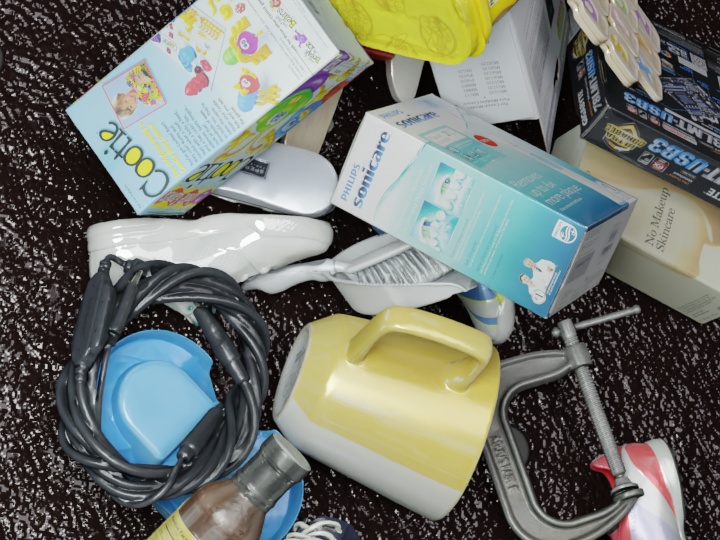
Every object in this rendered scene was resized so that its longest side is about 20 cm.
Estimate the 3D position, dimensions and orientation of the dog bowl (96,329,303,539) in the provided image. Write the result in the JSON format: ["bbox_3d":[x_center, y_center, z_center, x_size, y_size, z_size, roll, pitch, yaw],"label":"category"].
[{"bbox_3d":[-0.135,0.139,1.547,0.200,0.050,0.111,48,60,-6],"label":"dog bowl"}]

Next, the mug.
[{"bbox_3d":[0.021,0.091,1.578,0.153,0.149,0.187,20,111,-10],"label":"mug"}]

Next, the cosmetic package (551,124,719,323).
[{"bbox_3d":[0.262,-0.044,1.786,0.200,0.071,0.105,26,64,-17],"label":"cosmetic package"}]

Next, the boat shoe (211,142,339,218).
[{"bbox_3d":[-0.112,-0.088,1.620,0.200,0.065,0.074,25,82,5],"label":"boat shoe"}]

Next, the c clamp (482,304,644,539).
[{"bbox_3d":[0.184,0.136,1.685,0.170,0.027,0.200,-10,73,-8],"label":"c clamp"}]

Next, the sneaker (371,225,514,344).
[{"bbox_3d":[0.063,-0.025,1.694,0.105,0.076,0.200,-14,81,-10],"label":"sneaker"}]

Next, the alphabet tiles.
[{"bbox_3d":[0.214,-0.247,1.723,0.196,0.015,0.200,49,29,-26],"label":"alphabet tiles"}]

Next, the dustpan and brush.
[{"bbox_3d":[0.000,0.000,1.607,0.057,0.200,0.140,64,18,-16],"label":"dustpan and brush"}]

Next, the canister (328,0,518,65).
[{"bbox_3d":[0.083,-0.260,1.565,0.200,0.148,0.087,-46,136,-31],"label":"canister"}]

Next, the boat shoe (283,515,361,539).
[{"bbox_3d":[-0.047,0.223,1.502,0.075,0.200,0.093,2,64,14],"label":"boat shoe"}]

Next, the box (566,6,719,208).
[{"bbox_3d":[0.284,-0.153,1.796,0.200,0.050,0.199,23,38,-19],"label":"box"}]

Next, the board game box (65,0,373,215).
[{"bbox_3d":[-0.107,-0.142,1.518,0.200,0.103,0.105,-37,82,13],"label":"board game box"}]

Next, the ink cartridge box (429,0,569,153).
[{"bbox_3d":[0.119,-0.221,1.710,0.200,0.084,0.176,-75,153,-46],"label":"ink cartridge box"}]

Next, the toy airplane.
[{"bbox_3d":[-0.031,-0.214,1.669,0.200,0.141,0.199,-42,126,-34],"label":"toy airplane"}]

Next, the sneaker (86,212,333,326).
[{"bbox_3d":[-0.119,-0.001,1.588,0.200,0.075,0.089,-4,87,-11],"label":"sneaker"}]

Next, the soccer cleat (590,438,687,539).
[{"bbox_3d":[0.253,0.249,1.702,0.073,0.068,0.200,-10,79,-8],"label":"soccer cleat"}]

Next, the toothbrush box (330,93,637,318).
[{"bbox_3d":[0.099,-0.055,1.560,0.200,0.085,0.146,28,20,17],"label":"toothbrush box"}]

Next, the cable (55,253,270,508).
[{"bbox_3d":[-0.149,0.090,1.506,0.163,0.051,0.200,19,64,-25],"label":"cable"}]

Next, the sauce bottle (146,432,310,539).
[{"bbox_3d":[-0.119,0.205,1.472,0.200,0.065,0.065,-44,97,5],"label":"sauce bottle"}]
